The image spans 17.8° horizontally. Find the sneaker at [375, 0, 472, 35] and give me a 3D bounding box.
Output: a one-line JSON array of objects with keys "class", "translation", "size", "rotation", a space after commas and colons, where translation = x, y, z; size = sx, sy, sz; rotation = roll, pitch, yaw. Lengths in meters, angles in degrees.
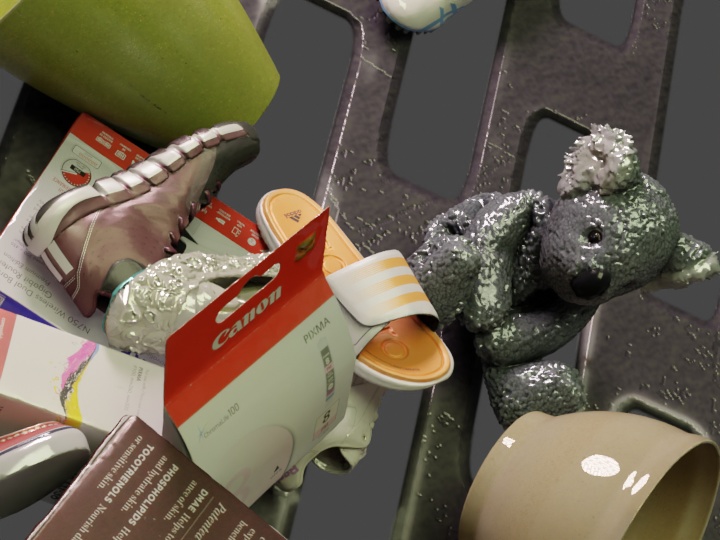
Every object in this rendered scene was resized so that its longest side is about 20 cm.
[{"class": "sneaker", "translation": [0.090, -0.264, 1.989], "size": [0.199, 0.073, 0.072], "rotation": [-31, 80, -37]}]

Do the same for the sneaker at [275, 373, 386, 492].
[{"class": "sneaker", "translation": [-0.017, 0.093, 1.715], "size": [0.199, 0.075, 0.100], "rotation": [-34, 99, -39]}]

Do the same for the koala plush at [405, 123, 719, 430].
[{"class": "koala plush", "translation": [0.161, -0.014, 1.763], "size": [0.178, 0.199, 0.184], "rotation": [49, 30, -17]}]

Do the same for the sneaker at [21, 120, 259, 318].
[{"class": "sneaker", "translation": [-0.137, -0.023, 1.652], "size": [0.199, 0.076, 0.116], "rotation": [-28, 81, -27]}]

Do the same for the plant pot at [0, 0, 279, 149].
[{"class": "plant pot", "translation": [-0.164, -0.178, 1.741], "size": [0.200, 0.187, 0.188], "rotation": [42, 48, -18]}]

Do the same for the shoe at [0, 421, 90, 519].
[{"class": "shoe", "translation": [-0.281, 0.125, 1.494], "size": [0.199, 0.072, 0.092], "rotation": [-26, 68, -4]}]

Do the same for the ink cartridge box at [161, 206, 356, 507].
[{"class": "ink cartridge box", "translation": [-0.066, 0.076, 1.525], "size": [0.057, 0.201, 0.162], "rotation": [38, 56, 17]}]

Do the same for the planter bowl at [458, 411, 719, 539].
[{"class": "planter bowl", "translation": [0.157, 0.185, 1.678], "size": [0.134, 0.202, 0.200], "rotation": [27, 45, 26]}]

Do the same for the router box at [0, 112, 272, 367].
[{"class": "router box", "translation": [-0.166, 0.007, 1.687], "size": [0.199, 0.049, 0.180], "rotation": [33, 50, -7]}]

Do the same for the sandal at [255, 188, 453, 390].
[{"class": "sandal", "translation": [-0.007, 0.002, 1.687], "size": [0.079, 0.059, 0.207], "rotation": [-22, 60, -36]}]

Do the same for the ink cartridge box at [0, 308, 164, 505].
[{"class": "ink cartridge box", "translation": [-0.201, 0.104, 1.562], "size": [0.198, 0.117, 0.068], "rotation": [21, 53, -16]}]

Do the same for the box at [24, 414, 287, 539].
[{"class": "box", "translation": [-0.141, 0.239, 1.476], "size": [0.200, 0.166, 0.165], "rotation": [39, 49, -2]}]

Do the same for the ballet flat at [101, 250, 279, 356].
[{"class": "ballet flat", "translation": [-0.095, 0.022, 1.600], "size": [0.199, 0.072, 0.072], "rotation": [-14, 67, -56]}]
